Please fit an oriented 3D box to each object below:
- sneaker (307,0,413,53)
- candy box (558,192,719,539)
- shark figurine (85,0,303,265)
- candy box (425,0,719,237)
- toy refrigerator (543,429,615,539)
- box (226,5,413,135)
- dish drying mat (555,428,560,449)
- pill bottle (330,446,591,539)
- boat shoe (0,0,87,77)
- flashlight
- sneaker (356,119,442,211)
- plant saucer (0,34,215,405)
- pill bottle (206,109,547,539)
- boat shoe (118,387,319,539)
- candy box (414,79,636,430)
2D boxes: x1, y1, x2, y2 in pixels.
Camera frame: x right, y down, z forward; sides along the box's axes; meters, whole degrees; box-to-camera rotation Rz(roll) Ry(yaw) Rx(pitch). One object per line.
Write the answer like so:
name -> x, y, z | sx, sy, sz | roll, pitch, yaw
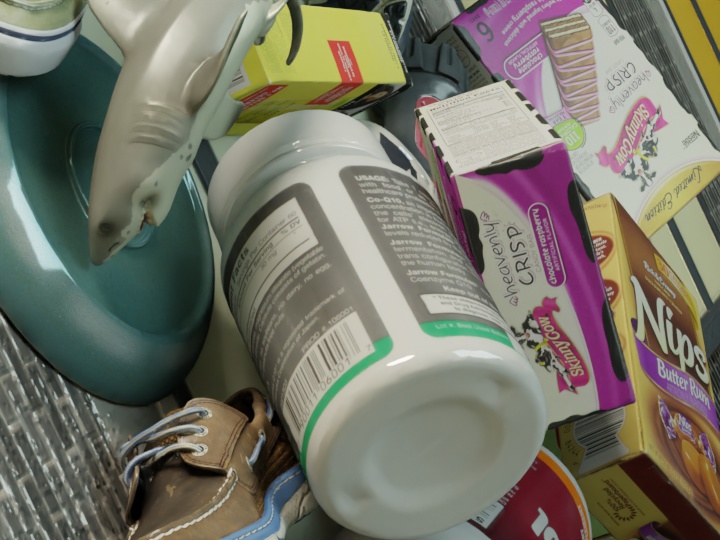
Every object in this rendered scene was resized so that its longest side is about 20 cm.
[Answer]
sneaker -> 0.011, -0.209, 1.373 | 0.086, 0.077, 0.200 | 41, 33, -51
candy box -> 0.159, 0.066, 1.212 | 0.117, 0.056, 0.200 | 46, 28, -38
shark figurine -> -0.080, -0.117, 0.952 | 0.089, 0.128, 0.215 | 27, 45, 2
candy box -> 0.147, -0.110, 1.458 | 0.200, 0.061, 0.136 | 52, 51, -2
toy refrigerator -> 0.130, 0.140, 1.289 | 0.200, 0.076, 0.070 | 58, 24, -20
box -> -0.044, -0.111, 1.162 | 0.200, 0.075, 0.050 | -8, 75, -67
dish drying mat -> 0.170, 0.117, 1.278 | 0.200, 0.018, 0.077 | 40, 33, -45
pill bottle -> 0.040, 0.157, 1.029 | 0.113, 0.113, 0.200 | 64, 24, -4
boat shoe -> -0.150, -0.156, 0.964 | 0.072, 0.062, 0.200 | 23, 30, -12
flashlight -> 0.044, -0.069, 1.318 | 0.068, 0.068, 0.200 | 50, 28, -31
sneaker -> 0.000, 0.000, 1.137 | 0.130, 0.079, 0.200 | 29, 52, -67
plant saucer -> -0.124, -0.035, 0.974 | 0.200, 0.027, 0.200 | 47, 30, -38
pill bottle -> 0.000, 0.018, 0.974 | 0.113, 0.113, 0.200 | 43, 14, -42
boat shoe -> -0.073, 0.098, 0.913 | 0.073, 0.072, 0.200 | 61, 13, 0
candy box -> 0.080, -0.013, 1.074 | 0.200, 0.061, 0.137 | -101, 175, -77
